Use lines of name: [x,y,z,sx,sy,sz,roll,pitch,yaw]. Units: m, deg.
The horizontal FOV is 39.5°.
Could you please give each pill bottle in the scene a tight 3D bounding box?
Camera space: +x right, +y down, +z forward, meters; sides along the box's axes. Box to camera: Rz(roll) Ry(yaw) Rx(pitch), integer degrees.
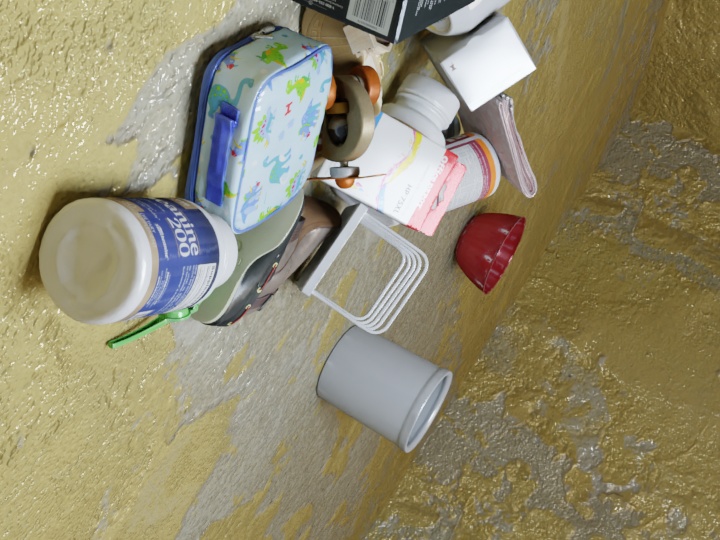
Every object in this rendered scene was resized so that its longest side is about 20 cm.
pill bottle: [-0.197,-0.014,0.948,0.111,0.111,0.200,-65,163,13]
pill bottle: [0.111,-0.140,1.565,0.200,0.110,0.110,-21,143,-27]
pill bottle: [0.055,-0.175,1.432,0.200,0.114,0.114,-59,163,-10]

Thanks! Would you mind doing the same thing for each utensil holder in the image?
utensil holder: [0.043,0.215,1.864,0.170,0.200,0.170,-54,162,-26]

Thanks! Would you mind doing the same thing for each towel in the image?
towel: [0.203,-0.231,1.576,0.032,0.200,0.191,-28,130,-5]

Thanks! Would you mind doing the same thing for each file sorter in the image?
file sorter: [0.000,0.000,1.398,0.139,0.124,0.200,-55,-173,-2]

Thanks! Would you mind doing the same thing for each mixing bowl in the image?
mixing bowl: [0.287,-0.056,2.311,0.200,0.108,0.200,-54,162,-26]

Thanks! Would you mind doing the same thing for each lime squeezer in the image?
lime squeezer: [-0.201,0.026,1.129,0.200,0.038,0.071,-54,162,-22]

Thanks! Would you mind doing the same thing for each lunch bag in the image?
lunch bag: [-0.108,-0.148,1.050,0.161,0.082,0.200,-44,156,-48]

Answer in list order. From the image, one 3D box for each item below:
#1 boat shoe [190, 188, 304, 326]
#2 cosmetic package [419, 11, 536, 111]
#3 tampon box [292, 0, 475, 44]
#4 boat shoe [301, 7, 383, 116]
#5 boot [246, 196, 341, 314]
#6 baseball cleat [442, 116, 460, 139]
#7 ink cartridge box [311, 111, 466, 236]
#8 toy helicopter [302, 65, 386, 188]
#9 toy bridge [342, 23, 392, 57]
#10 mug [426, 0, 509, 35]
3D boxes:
boat shoe: [-0.132,-0.021,1.196,0.201,0.074,0.063,-55,159,1]
cosmetic package: [0.156,-0.299,1.382,0.108,0.085,0.200,-32,-159,8]
tampon box: [0.033,-0.340,1.040,0.200,0.150,0.126,-40,152,-51]
boat shoe: [-0.018,-0.262,1.175,0.200,0.074,0.069,66,30,-59]
boot: [-0.103,-0.018,1.318,0.146,0.070,0.200,-58,167,17]
baseball cleat: [0.094,-0.180,1.651,0.106,0.070,0.200,31,83,-60]
ink cartridge box: [0.046,-0.131,1.326,0.116,0.200,0.067,-63,-162,3]
toy helicopter: [-0.039,-0.141,1.168,0.079,0.132,0.200,-12,165,-34]
toy bridge: [0.015,-0.280,1.122,0.200,0.027,0.067,-79,150,-57]
mug: [0.138,-0.378,1.319,0.153,0.149,0.187,-48,153,-16]
